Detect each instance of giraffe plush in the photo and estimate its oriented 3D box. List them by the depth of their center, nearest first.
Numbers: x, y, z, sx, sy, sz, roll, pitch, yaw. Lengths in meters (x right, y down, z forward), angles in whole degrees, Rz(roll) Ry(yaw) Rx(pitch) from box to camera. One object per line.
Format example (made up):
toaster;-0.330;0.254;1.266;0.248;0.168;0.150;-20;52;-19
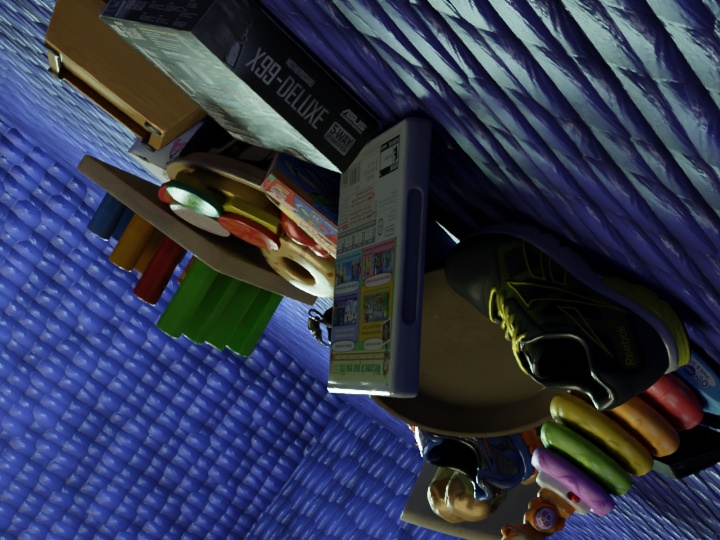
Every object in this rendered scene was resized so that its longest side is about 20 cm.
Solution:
giraffe plush;0.118;0.124;1.450;0.163;0.199;0.173;54;164;-1

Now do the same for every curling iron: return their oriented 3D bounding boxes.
curling iron;0.000;0.000;1.265;0.049;0.200;0.026;9;126;11

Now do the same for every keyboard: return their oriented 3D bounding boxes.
keyboard;0.223;0.149;1.277;0.200;0.126;0.021;-166;63;-70

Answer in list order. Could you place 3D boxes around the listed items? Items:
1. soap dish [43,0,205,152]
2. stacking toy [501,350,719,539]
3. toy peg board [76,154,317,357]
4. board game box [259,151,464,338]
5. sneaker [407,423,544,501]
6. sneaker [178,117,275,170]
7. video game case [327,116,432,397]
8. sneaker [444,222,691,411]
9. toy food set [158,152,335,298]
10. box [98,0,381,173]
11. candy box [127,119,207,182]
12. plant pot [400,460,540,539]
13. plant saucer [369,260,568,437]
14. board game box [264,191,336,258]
soap dish;-0.205;-0.180;1.328;0.157;0.081;0.200;38;174;-7
stacking toy;0.164;0.133;1.085;0.116;0.201;0.110;39;172;-15
toy peg board;-0.176;-0.004;1.481;0.199;0.098;0.200;34;-176;26
board game box;0.011;-0.037;1.222;0.200;0.019;0.103;39;-149;-13
sneaker;0.070;0.127;1.332;0.199;0.078;0.076;35;149;23
sneaker;-0.094;-0.082;1.431;0.115;0.076;0.200;43;168;-31
video game case;0.012;-0.003;1.070;0.022;0.184;0.200;4;175;-13
sneaker;0.124;0.029;1.023;0.199;0.084;0.075;23;138;41
toy food set;-0.092;-0.044;1.346;0.197;0.049;0.200;25;168;3
box;-0.095;-0.151;1.119;0.158;0.050;0.200;41;171;-29
candy box;-0.132;-0.082;1.621;0.200;0.072;0.167;41;171;-35
plant pot;0.173;0.276;2.020;0.176;0.201;0.200;23;171;5
plant saucer;0.092;0.059;1.189;0.200;0.199;0.030;41;-146;-32
board game box;0.011;-0.026;1.254;0.200;0.030;0.096;39;-148;-7
